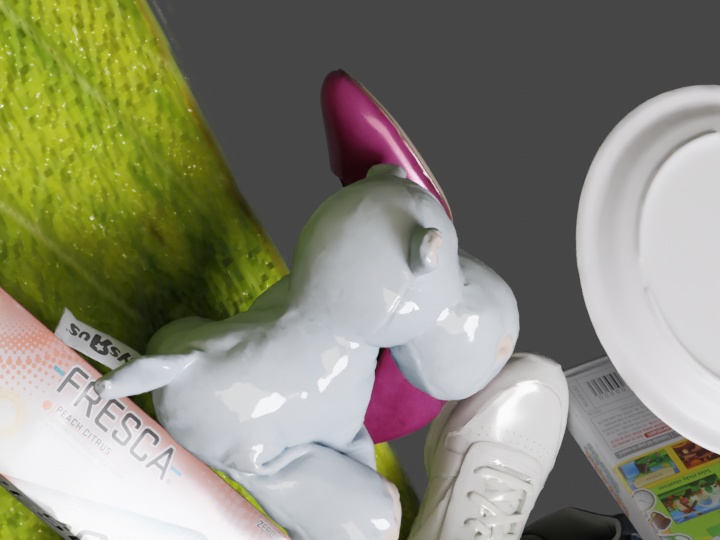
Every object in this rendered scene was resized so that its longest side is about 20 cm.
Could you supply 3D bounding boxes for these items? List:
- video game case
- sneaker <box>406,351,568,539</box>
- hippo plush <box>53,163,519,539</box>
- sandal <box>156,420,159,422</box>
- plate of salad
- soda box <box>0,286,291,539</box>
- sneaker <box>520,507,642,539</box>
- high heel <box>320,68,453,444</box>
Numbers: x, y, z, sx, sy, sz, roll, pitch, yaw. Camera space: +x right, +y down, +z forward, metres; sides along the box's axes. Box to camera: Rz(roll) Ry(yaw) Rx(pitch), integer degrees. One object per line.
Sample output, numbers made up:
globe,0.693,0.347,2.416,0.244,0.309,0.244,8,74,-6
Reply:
video game case,0.225,0.090,1.359,0.199,0.182,0.023,-18,139,-17
sneaker,0.063,0.140,1.350,0.075,0.100,0.201,19,102,-29
hippo plush,-0.021,0.024,1.219,0.161,0.159,0.200,-48,118,1
sandal,-0.119,0.175,1.307,0.079,0.059,0.208,3,90,-28
plate of salad,0.192,0.003,1.341,0.199,0.048,0.201,8,71,-23
soda box,-0.129,0.089,1.227,0.200,0.064,0.069,43,78,-22
sneaker,0.111,0.221,1.428,0.146,0.077,0.203,30,106,-24
high heel,0.000,0.000,1.275,0.096,0.067,0.201,-32,121,-10
